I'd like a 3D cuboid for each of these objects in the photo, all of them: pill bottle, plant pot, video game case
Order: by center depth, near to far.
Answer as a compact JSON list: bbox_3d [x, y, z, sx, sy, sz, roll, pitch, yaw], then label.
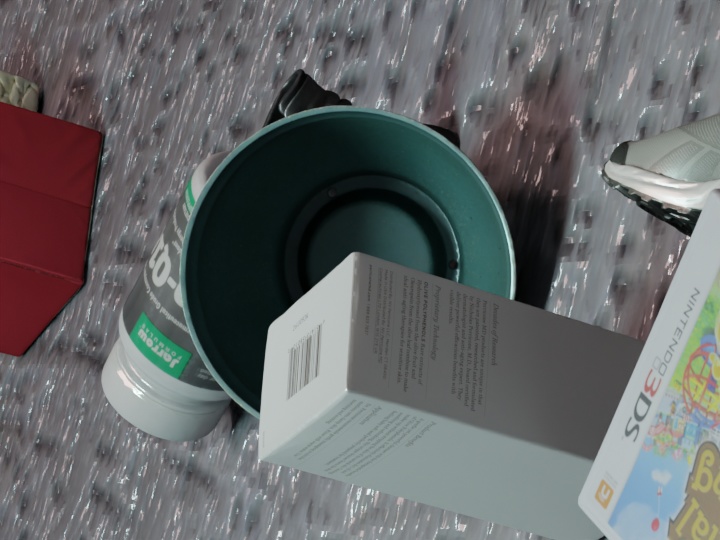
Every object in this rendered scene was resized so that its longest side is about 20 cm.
[{"bbox_3d":[0.187,0.088,1.324,0.200,0.022,0.182,48,125,48],"label":"video game case"},{"bbox_3d":[0.000,0.000,1.754,0.134,0.200,0.200,-23,-48,-82],"label":"plant pot"},{"bbox_3d":[-0.106,0.021,2.074,0.200,0.113,0.113,-60,24,32],"label":"pill bottle"}]

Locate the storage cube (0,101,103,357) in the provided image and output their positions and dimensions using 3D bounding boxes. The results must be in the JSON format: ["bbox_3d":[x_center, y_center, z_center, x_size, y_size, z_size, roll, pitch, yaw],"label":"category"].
[{"bbox_3d":[-0.361,-0.046,2.676,0.200,0.180,0.171,135,146,-53],"label":"storage cube"}]

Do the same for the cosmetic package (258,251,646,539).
[{"bbox_3d":[0.059,0.071,1.496,0.108,0.200,0.085,-39,41,52],"label":"cosmetic package"}]

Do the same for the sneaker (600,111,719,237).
[{"bbox_3d":[0.194,-0.052,1.447,0.200,0.074,0.079,7,72,63],"label":"sneaker"}]

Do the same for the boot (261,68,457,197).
[{"bbox_3d":[-0.020,-0.020,1.861,0.070,0.132,0.200,-30,47,60],"label":"boot"}]

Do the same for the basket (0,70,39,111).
[{"bbox_3d":[-0.408,-0.107,2.907,0.123,0.135,0.200,-48,33,44],"label":"basket"}]
